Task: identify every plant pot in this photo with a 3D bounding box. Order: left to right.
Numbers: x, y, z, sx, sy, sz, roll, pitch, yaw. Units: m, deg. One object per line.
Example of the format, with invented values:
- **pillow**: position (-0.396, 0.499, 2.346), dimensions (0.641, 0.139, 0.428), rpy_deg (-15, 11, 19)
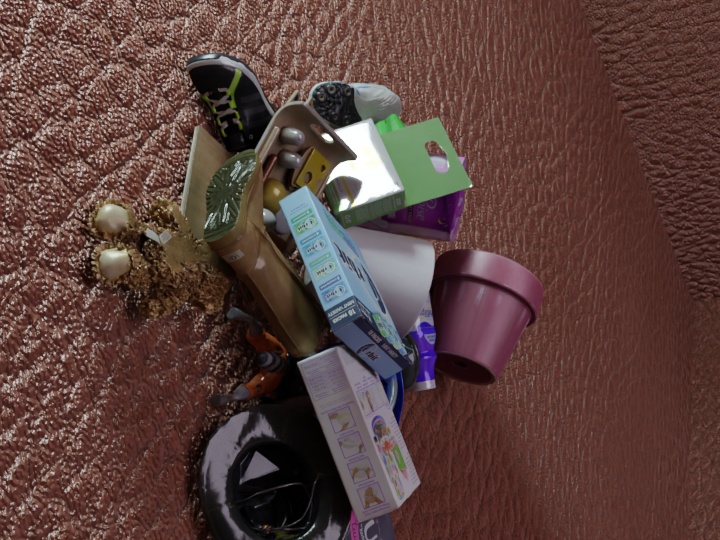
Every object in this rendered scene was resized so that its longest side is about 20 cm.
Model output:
- **plant pot**: position (0.196, 0.089, 1.849), dimensions (0.200, 0.199, 0.180), rpy_deg (46, 57, -46)

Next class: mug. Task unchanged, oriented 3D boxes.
- **mug**: position (-0.001, 0.008, 1.544), dimensions (0.153, 0.186, 0.150), rpy_deg (18, 80, -16)

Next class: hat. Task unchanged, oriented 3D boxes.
- **hat**: position (-0.107, 0.262, 1.280), dimensions (0.200, 0.081, 0.202), rpy_deg (6, 74, -19)

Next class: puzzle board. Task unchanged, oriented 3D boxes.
- **puzzle board**: position (-0.164, -0.070, 1.389), dimensions (0.200, 0.017, 0.151), rpy_deg (44, 42, -49)

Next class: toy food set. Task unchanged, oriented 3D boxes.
- **toy food set**: position (-0.086, -0.098, 1.395), dimensions (0.143, 0.060, 0.201), rpy_deg (40, 76, -50)

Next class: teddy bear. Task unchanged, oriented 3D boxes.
- **teddy bear**: position (-0.228, -0.012, 1.205), dimensions (0.200, 0.067, 0.146), rpy_deg (-7, 71, -60)

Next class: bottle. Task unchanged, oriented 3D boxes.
- **bottle**: position (0.084, 0.094, 1.743), dimensions (0.083, 0.065, 0.201), rpy_deg (3, 77, -63)

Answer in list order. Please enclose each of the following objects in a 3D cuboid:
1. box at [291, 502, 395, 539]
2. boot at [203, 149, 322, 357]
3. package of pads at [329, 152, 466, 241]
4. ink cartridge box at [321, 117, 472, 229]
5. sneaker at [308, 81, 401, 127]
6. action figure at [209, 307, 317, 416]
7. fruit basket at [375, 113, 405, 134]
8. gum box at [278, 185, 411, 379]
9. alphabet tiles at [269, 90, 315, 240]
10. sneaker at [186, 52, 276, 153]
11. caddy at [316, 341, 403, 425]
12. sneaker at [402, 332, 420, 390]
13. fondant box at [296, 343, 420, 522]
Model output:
- **box**: position (-0.026, 0.373, 1.376), dimensions (0.132, 0.114, 0.201), rpy_deg (-16, 94, -63)
- **boot**: position (-0.112, -0.020, 1.298), dimensions (0.200, 0.066, 0.176), rpy_deg (55, 31, -37)
- **package of pads**: position (0.052, -0.115, 1.592), dimensions (0.076, 0.199, 0.121), rpy_deg (-63, 159, -58)
- **ink cartridge box**: position (0.039, -0.150, 1.512), dimensions (0.048, 0.199, 0.146), rpy_deg (76, -7, -56)
- **sneaker**: position (-0.017, -0.264, 1.705), dimensions (0.200, 0.072, 0.072), rpy_deg (-3, 109, -50)
- **action figure**: position (-0.096, 0.155, 1.345), dimensions (0.193, 0.104, 0.201), rpy_deg (24, 58, -47)
- **fruit basket**: position (0.062, -0.112, 1.715), dimensions (0.216, 0.155, 0.216), rpy_deg (54, 19, -28)
- **gum box**: position (-0.018, 0.017, 1.336), dimensions (0.170, 0.044, 0.200), rpy_deg (48, 15, -57)
- **alphabet tiles**: position (-0.089, -0.160, 1.499), dimensions (0.200, 0.008, 0.168), rpy_deg (-68, 157, -59)
- **sneaker**: position (-0.154, -0.197, 1.394), dimensions (0.200, 0.071, 0.083), rpy_deg (46, 40, -46)
- **caddy**: position (0.003, 0.183, 1.511), dimensions (0.142, 0.105, 0.201), rpy_deg (55, 35, -39)
- **sneaker**: position (0.032, 0.092, 1.662), dimensions (0.079, 0.075, 0.201), rpy_deg (-17, 94, -43)
- **fondant box**: position (0.001, 0.189, 1.313), dimensions (0.201, 0.058, 0.144), rpy_deg (68, 12, 5)
